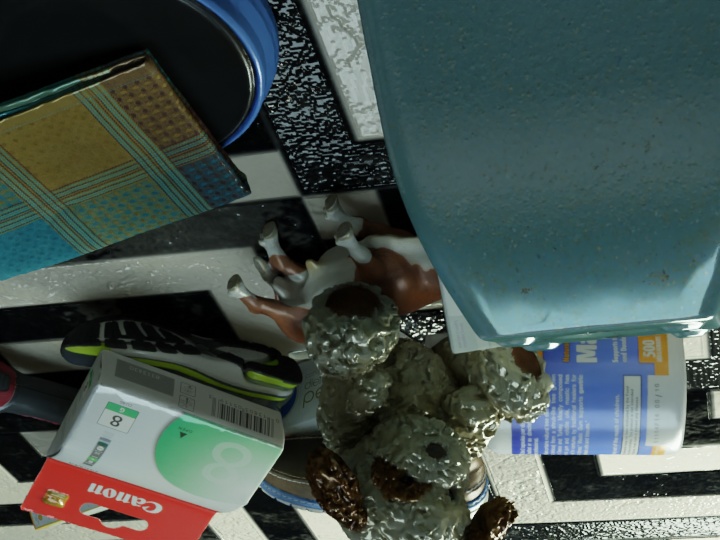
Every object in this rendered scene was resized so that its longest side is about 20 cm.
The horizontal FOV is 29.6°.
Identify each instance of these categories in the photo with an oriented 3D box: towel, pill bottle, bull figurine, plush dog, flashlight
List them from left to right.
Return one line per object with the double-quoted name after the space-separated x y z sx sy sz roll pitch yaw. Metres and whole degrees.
-0.290 0.121 1.224 0.200 0.068 0.068 21 106 -31 "flashlight"
-0.190 -0.061 0.872 0.200 0.022 0.147 -19 143 14 "towel"
0.000 0.000 1.004 0.200 0.065 0.121 -27 131 34 "bull figurine"
0.026 0.127 0.970 0.200 0.172 0.160 19 139 -23 "plush dog"
0.152 0.090 1.081 0.200 0.112 0.112 0 147 7 "pill bottle"

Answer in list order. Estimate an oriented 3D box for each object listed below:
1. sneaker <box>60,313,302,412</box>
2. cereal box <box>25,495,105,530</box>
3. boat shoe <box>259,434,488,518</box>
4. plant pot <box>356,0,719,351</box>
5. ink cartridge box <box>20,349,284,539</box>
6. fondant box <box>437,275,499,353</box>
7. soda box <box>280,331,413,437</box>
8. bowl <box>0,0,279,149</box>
-0.152 0.094 1.128 0.200 0.074 0.081 16 106 -15 "sneaker"
-0.196 0.189 1.275 0.200 0.040 0.144 -24 171 35 "cereal box"
0.007 0.155 1.129 0.200 0.072 0.072 3 129 8 "boat shoe"
0.120 -0.062 0.709 0.195 0.200 0.196 -7 174 16 "plant pot"
-0.177 0.170 1.123 0.161 0.050 0.200 22 121 -18 "ink cartridge box"
0.146 -0.029 0.894 0.200 0.058 0.144 -10 131 4 "fondant box"
-0.027 0.118 1.187 0.200 0.064 0.068 -22 139 33 "soda box"
-0.151 -0.133 0.837 0.200 0.039 0.201 3 147 2 "bowl"
